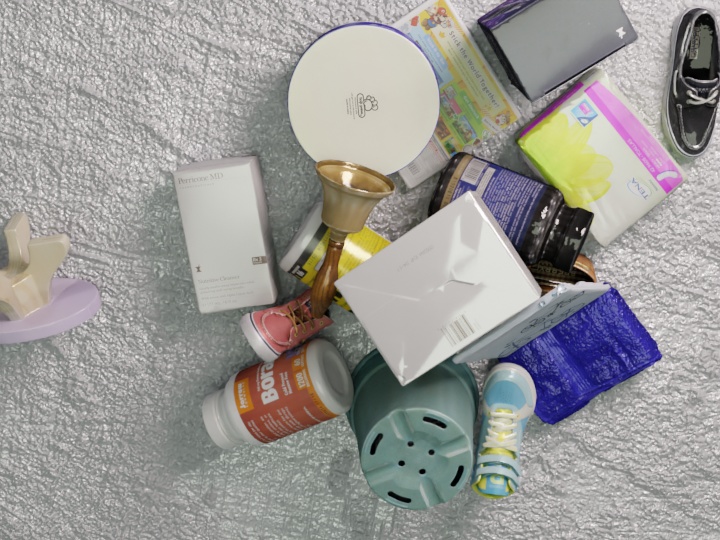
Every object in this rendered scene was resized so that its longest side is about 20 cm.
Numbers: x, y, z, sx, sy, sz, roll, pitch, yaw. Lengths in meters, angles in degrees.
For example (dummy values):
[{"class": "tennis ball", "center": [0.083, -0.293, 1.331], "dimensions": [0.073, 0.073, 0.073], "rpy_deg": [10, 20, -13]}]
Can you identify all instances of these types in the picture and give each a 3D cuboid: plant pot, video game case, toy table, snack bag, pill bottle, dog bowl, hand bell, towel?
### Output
[{"class": "plant pot", "center": [0.075, 0.220, 1.424], "dimensions": [0.200, 0.196, 0.201], "rpy_deg": [0, 105, 1]}, {"class": "video game case", "center": [0.088, -0.241, 1.383], "dimensions": [0.182, 0.023, 0.200], "rpy_deg": [-33, 102, 10]}, {"class": "toy table", "center": [-0.468, 0.015, 1.397], "dimensions": [0.200, 0.184, 0.117], "rpy_deg": [-14, 122, -4]}, {"class": "snack bag", "center": [0.221, 0.067, 1.343], "dimensions": [0.188, 0.200, 0.021], "rpy_deg": [-36, 73, 24]}, {"class": "pill bottle", "center": [-0.119, 0.181, 1.450], "dimensions": [0.200, 0.112, 0.112], "rpy_deg": [-24, 104, 19]}, {"class": "pill bottle", "center": [0.000, 0.000, 1.404], "dimensions": [0.200, 0.114, 0.114], "rpy_deg": [33, 104, -7]}, {"class": "pill bottle", "center": [0.199, -0.073, 1.355], "dimensions": [0.200, 0.112, 0.112], "rpy_deg": [23, 106, 14]}, {"class": "dog bowl", "center": [0.005, -0.221, 1.337], "dimensions": [0.200, 0.079, 0.201], "rpy_deg": [0, 106, 1]}, {"class": "hand bell", "center": [-0.032, -0.030, 1.310], "dimensions": [0.104, 0.104, 0.200], "rpy_deg": [15, 113, -3]}, {"class": "towel", "center": [0.308, 0.123, 1.454], "dimensions": [0.200, 0.050, 0.148], "rpy_deg": [-36, 103, 19]}]

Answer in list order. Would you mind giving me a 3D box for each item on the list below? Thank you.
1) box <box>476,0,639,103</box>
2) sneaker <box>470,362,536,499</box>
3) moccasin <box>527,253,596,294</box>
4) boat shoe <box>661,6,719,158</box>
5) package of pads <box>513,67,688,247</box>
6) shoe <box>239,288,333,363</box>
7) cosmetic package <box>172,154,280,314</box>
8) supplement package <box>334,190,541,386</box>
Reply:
[{"class": "box", "center": [0.238, -0.300, 1.271], "dimensions": [0.148, 0.200, 0.104], "rpy_deg": [-31, 103, 9]}, {"class": "sneaker", "center": [0.199, 0.237, 1.433], "dimensions": [0.079, 0.131, 0.200], "rpy_deg": [6, 126, 9]}, {"class": "moccasin", "center": [0.225, 0.000, 1.419], "dimensions": [0.201, 0.078, 0.074], "rpy_deg": [13, 106, -3]}, {"class": "boat shoe", "center": [0.444, -0.244, 1.352], "dimensions": [0.072, 0.068, 0.200], "rpy_deg": [1, 106, 1]}, {"class": "package of pads", "center": [0.319, -0.148, 1.381], "dimensions": [0.154, 0.068, 0.200], "rpy_deg": [-40, 101, 11]}, {"class": "shoe", "center": [-0.096, 0.068, 1.386], "dimensions": [0.091, 0.200, 0.072], "rpy_deg": [-34, 86, 6]}, {"class": "cosmetic package", "center": [-0.181, -0.052, 1.410], "dimensions": [0.113, 0.081, 0.200], "rpy_deg": [-9, 106, 5]}, {"class": "supplement package", "center": [0.100, 0.020, 1.272], "dimensions": [0.200, 0.111, 0.156], "rpy_deg": [-34, 88, 12]}]
